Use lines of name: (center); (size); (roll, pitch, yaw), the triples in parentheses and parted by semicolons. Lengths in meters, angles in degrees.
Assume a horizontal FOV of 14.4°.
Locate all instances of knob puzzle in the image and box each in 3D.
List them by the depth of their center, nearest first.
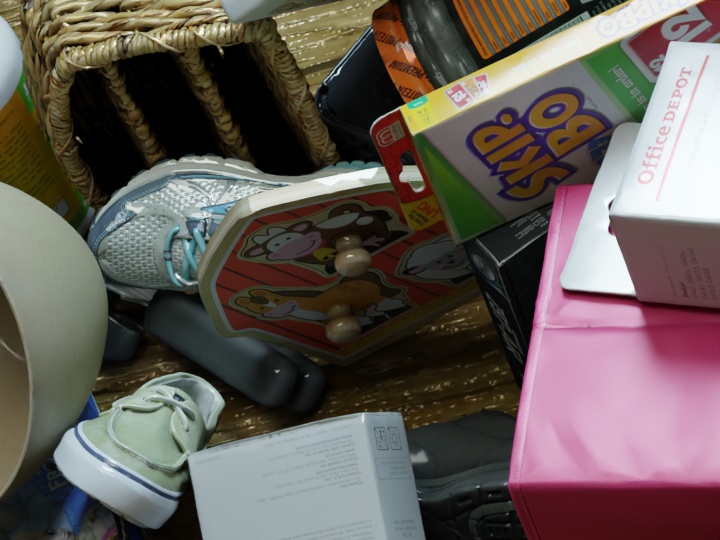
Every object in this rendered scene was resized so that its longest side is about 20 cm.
knob puzzle: (0.000, 0.000, 1.541); (0.220, 0.220, 0.030); (-16, 64, 8)

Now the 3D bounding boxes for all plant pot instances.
plant pot: (-0.218, 0.027, 1.590); (0.200, 0.200, 0.134); (14, 24, 31)

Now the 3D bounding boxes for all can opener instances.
can opener: (-0.105, 0.040, 1.688); (0.200, 0.053, 0.066); (25, 98, 37)

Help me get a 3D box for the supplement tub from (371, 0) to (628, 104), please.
supplement tub: (0.114, -0.152, 1.562); (0.200, 0.123, 0.123); (-29, 45, 17)

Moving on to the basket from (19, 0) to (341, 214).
basket: (-0.107, -0.085, 1.681); (0.143, 0.200, 0.149); (-31, 48, -7)

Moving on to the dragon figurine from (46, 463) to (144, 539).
dragon figurine: (-0.114, 0.181, 1.503); (0.059, 0.099, 0.200); (-23, 79, 5)

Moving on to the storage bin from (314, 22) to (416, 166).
storage bin: (0.090, -0.085, 1.678); (0.200, 0.094, 0.135); (22, 62, 35)

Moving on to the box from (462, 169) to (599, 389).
box: (0.159, -0.024, 1.552); (0.200, 0.160, 0.044); (-35, 51, -10)

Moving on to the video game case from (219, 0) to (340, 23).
video game case: (0.043, -0.197, 1.580); (0.182, 0.023, 0.200); (-30, -5, 36)

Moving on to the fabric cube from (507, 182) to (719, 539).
fabric cube: (0.202, 0.081, 1.422); (0.199, 0.196, 0.200); (-4, 50, 19)

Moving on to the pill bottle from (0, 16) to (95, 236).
pill bottle: (-0.246, -0.093, 1.744); (0.111, 0.200, 0.111); (-11, 49, 13)

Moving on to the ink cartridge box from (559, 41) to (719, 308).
ink cartridge box: (0.194, -0.044, 1.354); (0.200, 0.067, 0.116); (5, 53, 25)

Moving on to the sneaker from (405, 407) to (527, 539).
sneaker: (0.043, 0.116, 1.550); (0.200, 0.076, 0.091); (3, 35, 26)

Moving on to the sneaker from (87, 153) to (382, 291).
sneaker: (-0.062, -0.019, 1.628); (0.200, 0.078, 0.086); (-6, 28, 8)

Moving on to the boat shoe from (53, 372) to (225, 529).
boat shoe: (-0.117, 0.090, 1.549); (0.072, 0.200, 0.062); (33, 96, -1)

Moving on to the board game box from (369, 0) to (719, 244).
board game box: (0.108, -0.082, 1.447); (0.200, 0.096, 0.030); (-23, 51, 1)

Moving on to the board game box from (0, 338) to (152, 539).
board game box: (-0.232, 0.148, 1.634); (0.199, 0.043, 0.200); (-27, 51, 0)

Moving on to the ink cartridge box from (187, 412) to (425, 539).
ink cartridge box: (-0.017, 0.182, 1.490); (0.109, 0.050, 0.200); (-15, 82, 26)
